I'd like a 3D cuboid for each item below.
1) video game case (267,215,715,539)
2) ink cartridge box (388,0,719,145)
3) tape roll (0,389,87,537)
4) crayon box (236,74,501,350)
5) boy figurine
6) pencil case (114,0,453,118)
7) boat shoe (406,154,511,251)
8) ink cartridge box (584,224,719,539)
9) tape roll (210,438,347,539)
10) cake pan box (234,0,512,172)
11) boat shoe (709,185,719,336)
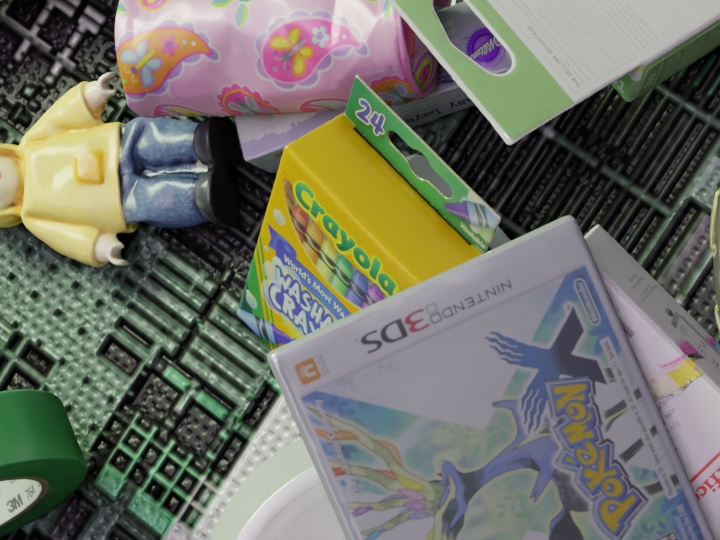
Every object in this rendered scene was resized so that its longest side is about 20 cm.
[{"bbox_3d":[0.072,0.099,1.304,0.181,0.022,0.201,-24,93,-5],"label":"video game case"},{"bbox_3d":[0.117,-0.161,1.426,0.199,0.048,0.146,-32,71,-20],"label":"ink cartridge box"},{"bbox_3d":[-0.268,0.137,1.499,0.199,0.200,0.048,-27,74,15],"label":"tape roll"},{"bbox_3d":[0.000,0.000,1.429,0.051,0.201,0.126,-31,66,-33],"label":"crayon box"},{"bbox_3d":[-0.176,-0.065,1.567,0.198,0.064,0.125,0,85,17],"label":"boy figurine"},{"bbox_3d":[-0.047,-0.138,1.468,0.198,0.087,0.088,-4,81,19],"label":"pencil case"},{"bbox_3d":[0.070,0.027,1.463,0.200,0.072,0.068,50,135,5],"label":"boat shoe"},{"bbox_3d":[0.158,0.089,1.363,0.200,0.067,0.117,46,111,4],"label":"ink cartridge box"},{"bbox_3d":[0.010,0.193,1.381,0.201,0.139,0.205,0,92,-6],"label":"tape roll"},{"bbox_3d":[0.002,-0.178,1.522,0.199,0.052,0.186,-16,80,18],"label":"cake pan box"},{"bbox_3d":[0.238,0.035,1.399,0.072,0.060,0.203,-12,79,19],"label":"boat shoe"}]
